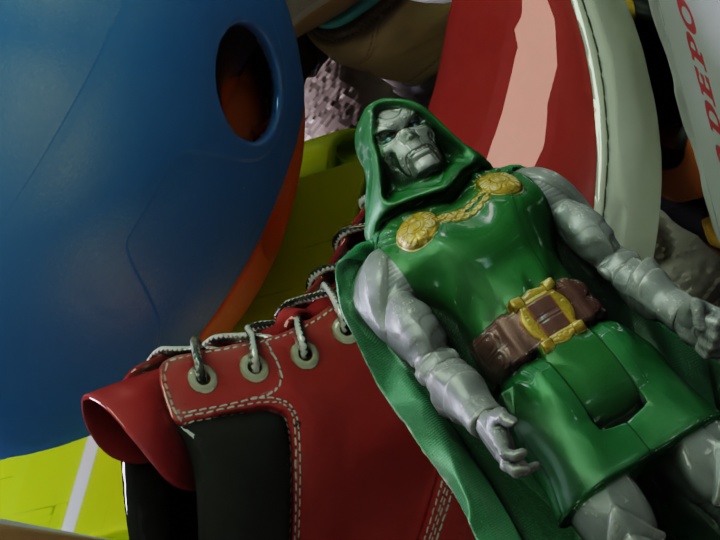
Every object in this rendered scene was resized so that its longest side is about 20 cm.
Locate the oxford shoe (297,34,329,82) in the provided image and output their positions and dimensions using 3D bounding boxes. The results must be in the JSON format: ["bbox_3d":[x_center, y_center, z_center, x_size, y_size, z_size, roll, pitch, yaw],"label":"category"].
[{"bbox_3d":[-0.029,-0.091,1.030,0.073,0.084,0.201,-30,57,55],"label":"oxford shoe"}]

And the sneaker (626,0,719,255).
[{"bbox_3d":[0.086,-0.066,0.864,0.070,0.090,0.200,-47,35,4],"label":"sneaker"}]

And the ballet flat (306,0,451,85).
[{"bbox_3d":[0.065,-0.133,0.967,0.200,0.063,0.069,-36,44,27],"label":"ballet flat"}]

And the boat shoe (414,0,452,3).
[{"bbox_3d":[0.057,-0.110,0.830,0.065,0.074,0.200,-42,5,-16],"label":"boat shoe"}]

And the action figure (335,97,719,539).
[{"bbox_3d":[0.057,0.035,0.693,0.118,0.055,0.200,-29,65,-20],"label":"action figure"}]

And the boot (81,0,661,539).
[{"bbox_3d":[0.000,0.000,0.757,0.072,0.144,0.201,-9,74,60],"label":"boot"}]

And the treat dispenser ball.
[{"bbox_3d":[-0.116,-0.045,0.836,0.200,0.201,0.202,-29,40,27],"label":"treat dispenser ball"}]

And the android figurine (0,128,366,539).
[{"bbox_3d":[-0.046,0.037,0.893,0.199,0.041,0.183,-18,46,36],"label":"android figurine"}]

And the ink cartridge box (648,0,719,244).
[{"bbox_3d":[0.155,-0.014,0.673,0.083,0.146,0.200,-27,37,-9],"label":"ink cartridge box"}]

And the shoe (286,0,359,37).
[{"bbox_3d":[-0.039,-0.109,0.951,0.200,0.053,0.070,-42,58,8],"label":"shoe"}]

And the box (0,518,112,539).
[{"bbox_3d":[-0.106,0.171,0.755,0.106,0.152,0.201,-10,74,42],"label":"box"}]
